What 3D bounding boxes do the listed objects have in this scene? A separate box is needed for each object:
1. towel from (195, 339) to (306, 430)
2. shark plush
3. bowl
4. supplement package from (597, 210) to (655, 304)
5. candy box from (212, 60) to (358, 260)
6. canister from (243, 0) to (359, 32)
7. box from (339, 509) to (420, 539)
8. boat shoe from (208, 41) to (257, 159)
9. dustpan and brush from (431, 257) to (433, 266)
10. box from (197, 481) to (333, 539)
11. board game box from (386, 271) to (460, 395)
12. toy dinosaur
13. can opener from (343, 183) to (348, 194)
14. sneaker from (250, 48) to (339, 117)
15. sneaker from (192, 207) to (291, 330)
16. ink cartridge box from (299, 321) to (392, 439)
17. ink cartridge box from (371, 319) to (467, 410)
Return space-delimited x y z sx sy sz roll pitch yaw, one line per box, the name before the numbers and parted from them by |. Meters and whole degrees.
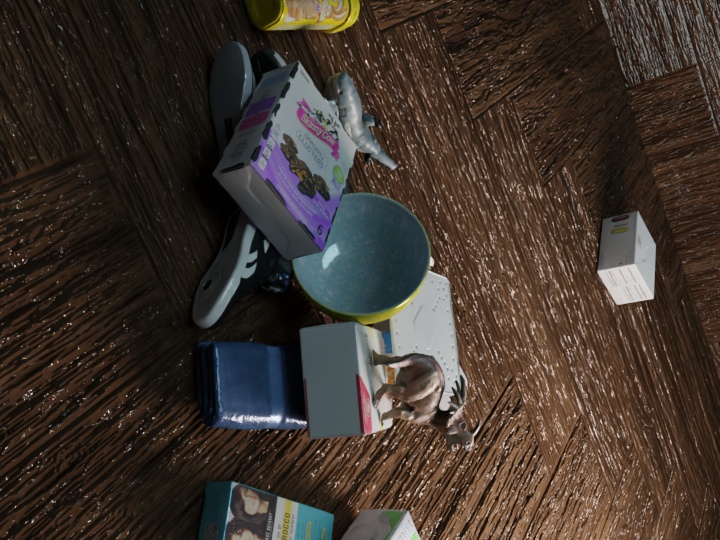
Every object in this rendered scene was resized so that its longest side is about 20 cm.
towel | -0.134 0.153 1.054 0.198 0.048 0.114 15 66 -52
shark plush | -0.003 -0.236 1.326 0.202 0.082 0.091 58 40 -24
bowl | 0.000 0.000 1.155 0.108 0.195 0.204 92 8 -60
supplement package | 0.764 -0.036 2.280 0.156 0.109 0.203 48 44 -34
candy box | -0.094 -0.149 1.081 0.168 0.070 0.203 50 43 -37
canister | -0.100 -0.456 1.267 0.199 0.085 0.152 -24 98 -52
box | 0.019 0.472 1.120 0.200 0.095 0.179 -40 113 -50
boat shoe | -0.161 -0.215 1.119 0.065 0.071 0.205 -1 80 -58
dustpan and brush | 0.029 -0.069 1.271 0.198 0.139 0.058 8 112 -52
box | -0.117 0.333 1.018 0.199 0.048 0.084 34 53 -44
board game box | 0.095 0.094 1.283 0.199 0.025 0.204 19 61 -53
toy dinosaur | 0.090 0.162 1.099 0.087 0.132 0.202 -85 163 -44
can opener | -0.046 -0.094 1.248 0.066 0.052 0.205 24 60 -52
sneaker | -0.097 -0.259 1.220 0.203 0.074 0.116 65 36 -30
sneaker | -0.144 0.015 1.063 0.112 0.072 0.203 46 44 -33
ink cartridge box | -0.017 0.157 1.123 0.200 0.082 0.149 34 49 -75
ink cartridge box | 0.099 0.152 1.354 0.202 0.066 0.116 61 38 -20
